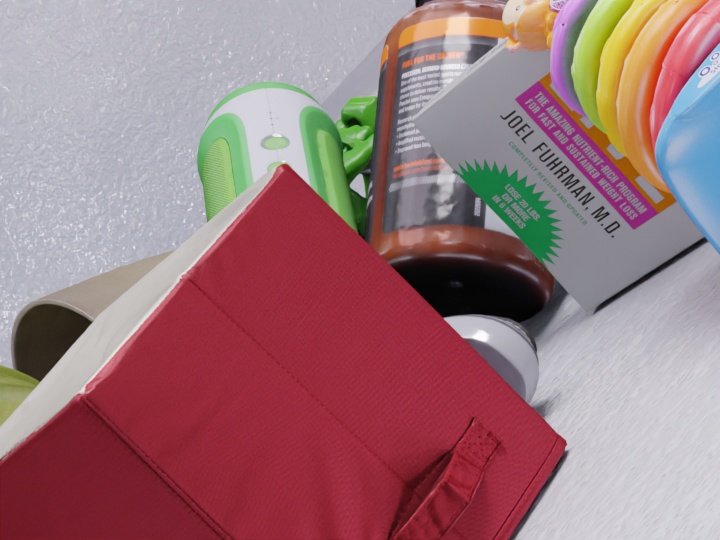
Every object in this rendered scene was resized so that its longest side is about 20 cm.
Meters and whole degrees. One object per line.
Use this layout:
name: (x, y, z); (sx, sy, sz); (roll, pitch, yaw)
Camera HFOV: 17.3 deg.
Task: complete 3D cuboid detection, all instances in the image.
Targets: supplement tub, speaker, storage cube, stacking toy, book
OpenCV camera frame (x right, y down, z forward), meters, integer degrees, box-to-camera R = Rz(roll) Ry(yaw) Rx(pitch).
supplement tub: (0.060, -0.076, 1.303); (0.107, 0.107, 0.200); (-33, 46, 56)
speaker: (-0.042, -0.020, 1.269); (0.088, 0.088, 0.200); (-42, 30, 20)
storage cube: (-0.053, 0.094, 1.028); (0.200, 0.180, 0.171); (-38, 10, 48)
stacking toy: (0.126, -0.092, 1.021); (0.116, 0.110, 0.200); (-49, 40, -7)
book: (0.133, -0.078, 1.127); (0.200, 0.134, 0.048); (-38, 10, 46)

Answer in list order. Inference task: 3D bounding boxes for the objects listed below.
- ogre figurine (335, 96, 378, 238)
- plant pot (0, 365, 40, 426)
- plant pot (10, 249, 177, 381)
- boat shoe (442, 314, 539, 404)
ogre figurine: (0.000, 0.000, 1.397); (0.098, 0.120, 0.200); (-22, 38, 14)
plant pot: (-0.189, 0.143, 1.365); (0.200, 0.200, 0.184); (-49, 19, -29)
plant pot: (-0.089, 0.055, 1.529); (0.200, 0.187, 0.187); (-33, 0, -32)
boat shoe: (0.041, 0.055, 1.188); (0.066, 0.070, 0.200); (-51, 2, -31)
